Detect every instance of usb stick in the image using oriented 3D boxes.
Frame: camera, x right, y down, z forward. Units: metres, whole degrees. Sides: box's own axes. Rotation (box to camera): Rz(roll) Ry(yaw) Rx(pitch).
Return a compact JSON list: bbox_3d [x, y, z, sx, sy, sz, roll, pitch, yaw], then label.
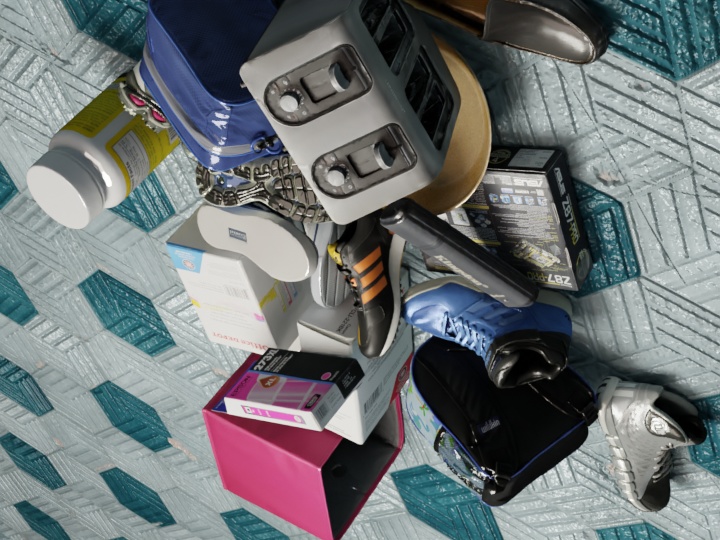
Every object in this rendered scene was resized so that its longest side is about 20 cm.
[{"bbox_3d":[0.106,-0.016,1.236,0.199,0.033,0.055,32,154,-26],"label":"usb stick"}]

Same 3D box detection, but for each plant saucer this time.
[{"bbox_3d":[0.058,-0.157,1.208,0.199,0.035,0.202,17,119,33],"label":"plant saucer"}]

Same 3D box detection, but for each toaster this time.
[{"bbox_3d":[-0.002,-0.172,1.080,0.118,0.201,0.181,-19,118,26],"label":"toaster"}]

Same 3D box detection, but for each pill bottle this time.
[{"bbox_3d":[-0.311,-0.150,1.440,0.114,0.200,0.115,24,142,20],"label":"pill bottle"}]

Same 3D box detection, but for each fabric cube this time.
[{"bbox_3d":[-0.075,0.226,1.654,0.198,0.200,0.197,21,142,26],"label":"fabric cube"}]

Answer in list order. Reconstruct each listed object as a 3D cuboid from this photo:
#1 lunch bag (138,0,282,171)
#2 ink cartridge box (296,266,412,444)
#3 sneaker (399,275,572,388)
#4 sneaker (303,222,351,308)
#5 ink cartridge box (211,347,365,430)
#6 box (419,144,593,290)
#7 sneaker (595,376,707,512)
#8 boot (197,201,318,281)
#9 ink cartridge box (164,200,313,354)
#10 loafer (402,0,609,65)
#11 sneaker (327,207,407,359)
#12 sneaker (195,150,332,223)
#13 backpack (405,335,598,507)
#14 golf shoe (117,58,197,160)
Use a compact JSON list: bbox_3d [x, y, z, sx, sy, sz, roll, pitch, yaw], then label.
[{"bbox_3d":[-0.142,-0.206,1.253,0.201,0.135,0.133,56,151,19],"label":"lunch bag"},{"bbox_3d":[-0.002,0.098,1.490,0.083,0.145,0.201,21,141,23],"label":"ink cartridge box"},{"bbox_3d":[0.138,0.074,1.311,0.198,0.112,0.077,6,136,4],"label":"sneaker"},{"bbox_3d":[-0.039,-0.058,1.387,0.071,0.073,0.202,23,114,46],"label":"sneaker"},{"bbox_3d":[-0.095,0.140,1.413,0.199,0.095,0.037,0,129,44],"label":"ink cartridge box"},{"bbox_3d":[0.142,-0.061,1.270,0.199,0.049,0.162,7,133,37],"label":"box"},{"bbox_3d":[0.355,0.211,1.363,0.115,0.075,0.201,-3,127,40],"label":"sneaker"},{"bbox_3d":[-0.097,-0.049,1.361,0.199,0.090,0.073,25,124,40],"label":"boot"},{"bbox_3d":[-0.142,0.011,1.534,0.128,0.125,0.201,12,138,32],"label":"ink cartridge box"},{"bbox_3d":[0.129,-0.232,1.070,0.199,0.072,0.073,26,143,18],"label":"loafer"},{"bbox_3d":[0.000,0.000,1.342,0.089,0.202,0.070,6,-178,-22],"label":"sneaker"},{"bbox_3d":[-0.083,-0.107,1.316,0.198,0.089,0.079,12,114,21],"label":"sneaker"},{"bbox_3d":[0.153,0.163,1.385,0.200,0.182,0.147,47,156,24],"label":"backpack"},{"bbox_3d":[-0.195,-0.185,1.404,0.200,0.088,0.077,36,-172,-38],"label":"golf shoe"}]
